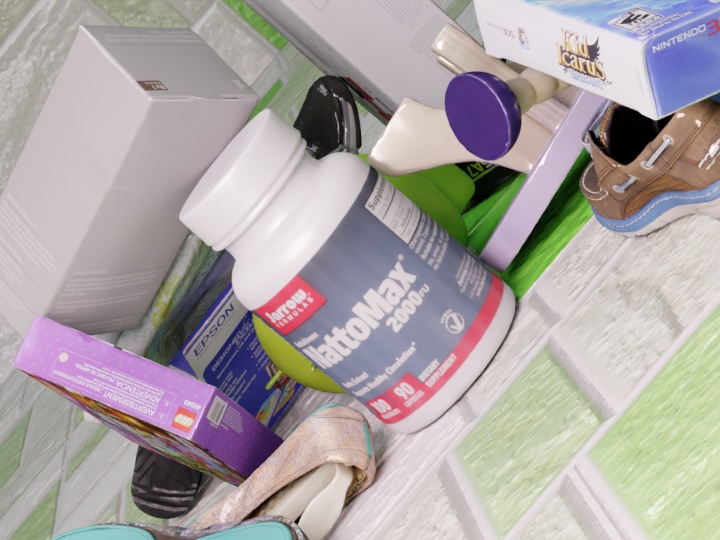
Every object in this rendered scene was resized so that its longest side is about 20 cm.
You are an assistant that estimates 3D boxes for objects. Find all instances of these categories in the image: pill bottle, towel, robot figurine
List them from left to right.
[{"bbox_3d":[-0.129,0.007,1.453,0.201,0.048,0.171,-61,-8,21],"label":"towel"},{"bbox_3d":[-0.011,-0.003,1.264,0.120,0.200,0.120,-47,12,13],"label":"pill bottle"},{"bbox_3d":[0.000,0.000,1.419,0.201,0.115,0.175,-56,12,-25],"label":"robot figurine"}]

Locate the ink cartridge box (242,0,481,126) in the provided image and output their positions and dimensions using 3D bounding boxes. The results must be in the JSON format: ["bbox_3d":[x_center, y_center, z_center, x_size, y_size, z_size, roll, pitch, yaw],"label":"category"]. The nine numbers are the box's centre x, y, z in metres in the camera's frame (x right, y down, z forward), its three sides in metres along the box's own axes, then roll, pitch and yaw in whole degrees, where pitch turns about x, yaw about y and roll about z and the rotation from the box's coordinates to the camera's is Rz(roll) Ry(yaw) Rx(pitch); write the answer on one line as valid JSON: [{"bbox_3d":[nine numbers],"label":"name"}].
[{"bbox_3d":[-0.002,-0.197,1.606,0.084,0.200,0.176,-50,11,-3],"label":"ink cartridge box"}]

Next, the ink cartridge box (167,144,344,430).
[{"bbox_3d":[-0.065,0.022,1.517,0.198,0.047,0.200,-53,-27,-18],"label":"ink cartridge box"}]

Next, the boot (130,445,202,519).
[{"bbox_3d":[-0.138,0.086,1.660,0.168,0.076,0.202,-85,10,-69],"label":"boot"}]

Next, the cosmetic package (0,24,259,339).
[{"bbox_3d":[-0.162,-0.056,1.300,0.106,0.090,0.201,-4,-50,-52],"label":"cosmetic package"}]

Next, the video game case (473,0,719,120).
[{"bbox_3d":[0.185,-0.152,1.044,0.199,0.046,0.181,-24,23,-16],"label":"video game case"}]

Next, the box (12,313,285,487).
[{"bbox_3d":[-0.126,0.096,1.321,0.039,0.136,0.200,-65,-23,-11],"label":"box"}]

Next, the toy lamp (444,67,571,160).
[{"bbox_3d":[0.133,-0.126,1.150,0.199,0.059,0.058,-29,-2,-33],"label":"toy lamp"}]

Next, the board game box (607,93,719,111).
[{"bbox_3d":[0.246,-0.174,1.230,0.201,0.037,0.151,-56,13,-18],"label":"board game box"}]

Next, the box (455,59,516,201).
[{"bbox_3d":[0.125,-0.140,1.562,0.193,0.047,0.201,-31,22,54],"label":"box"}]

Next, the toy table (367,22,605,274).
[{"bbox_3d":[0.099,-0.115,1.313,0.201,0.117,0.184,-57,-2,-7],"label":"toy table"}]

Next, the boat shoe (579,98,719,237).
[{"bbox_3d":[0.166,-0.071,1.124,0.072,0.072,0.200,-53,12,-15],"label":"boat shoe"}]

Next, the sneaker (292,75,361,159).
[{"bbox_3d":[-0.068,-0.058,1.615,0.075,0.115,0.202,36,122,58],"label":"sneaker"}]

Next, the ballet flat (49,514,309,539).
[{"bbox_3d":[-0.109,0.192,1.234,0.199,0.072,0.072,-8,34,27],"label":"ballet flat"}]

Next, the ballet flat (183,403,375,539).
[{"bbox_3d":[-0.064,0.170,1.282,0.200,0.068,0.067,-49,39,17],"label":"ballet flat"}]
